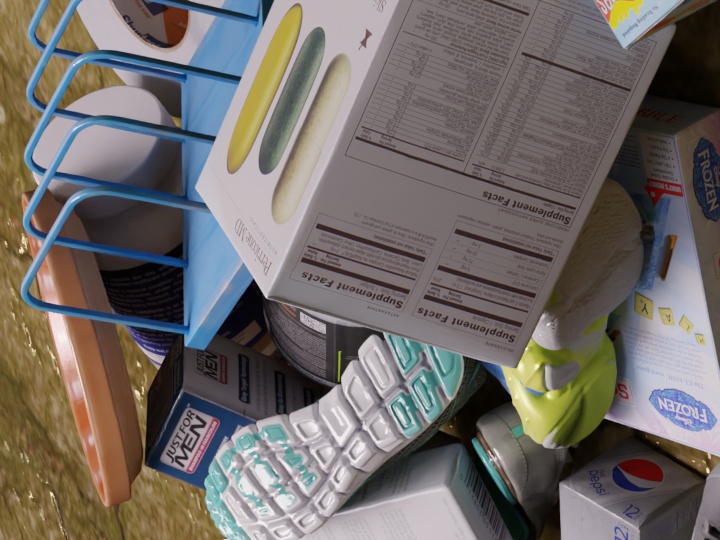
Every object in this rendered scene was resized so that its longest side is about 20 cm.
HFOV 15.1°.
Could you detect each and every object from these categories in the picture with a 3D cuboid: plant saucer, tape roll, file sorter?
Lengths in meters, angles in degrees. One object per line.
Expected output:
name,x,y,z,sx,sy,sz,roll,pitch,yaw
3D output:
plant saucer,-0.169,0.046,1.678,0.200,0.032,0.201,166,90,-81
tape roll,-0.116,-0.200,1.741,0.200,0.066,0.200,37,142,36
file sorter,-0.124,-0.082,1.578,0.139,0.123,0.200,128,147,-50

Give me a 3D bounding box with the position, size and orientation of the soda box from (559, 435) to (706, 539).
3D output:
soda box,0.166,0.203,1.644,0.068,0.063,0.200,29,137,40

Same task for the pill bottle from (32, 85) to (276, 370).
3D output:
pill bottle,-0.129,-0.023,1.792,0.116,0.116,0.200,30,161,42

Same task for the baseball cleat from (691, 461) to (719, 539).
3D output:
baseball cleat,0.203,0.181,1.506,0.070,0.106,0.200,31,153,27

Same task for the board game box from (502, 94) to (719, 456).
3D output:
board game box,0.139,-0.008,1.537,0.200,0.041,0.200,18,128,50

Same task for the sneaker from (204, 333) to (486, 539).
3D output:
sneaker,-0.003,0.100,1.606,0.200,0.091,0.078,-34,76,24

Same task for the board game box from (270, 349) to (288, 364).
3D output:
board game box,-0.038,0.145,1.933,0.200,0.034,0.135,45,145,26

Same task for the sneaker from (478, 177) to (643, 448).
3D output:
sneaker,0.093,0.009,1.503,0.105,0.076,0.200,42,145,31

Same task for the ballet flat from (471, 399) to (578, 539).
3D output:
ballet flat,0.105,0.122,1.663,0.067,0.064,0.200,56,174,15

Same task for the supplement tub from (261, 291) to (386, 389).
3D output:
supplement tub,0.000,0.000,1.641,0.123,0.122,0.200,52,166,16

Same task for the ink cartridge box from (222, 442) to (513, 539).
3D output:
ink cartridge box,0.004,0.199,1.672,0.200,0.047,0.160,-14,120,25

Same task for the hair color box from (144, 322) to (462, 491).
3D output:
hair color box,-0.033,0.113,1.698,0.061,0.200,0.100,-61,13,20

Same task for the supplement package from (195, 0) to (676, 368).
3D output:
supplement package,0.034,-0.083,1.411,0.200,0.151,0.152,-66,26,16

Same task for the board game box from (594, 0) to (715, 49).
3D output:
board game box,0.133,-0.228,1.307,0.200,0.105,0.103,58,149,5
